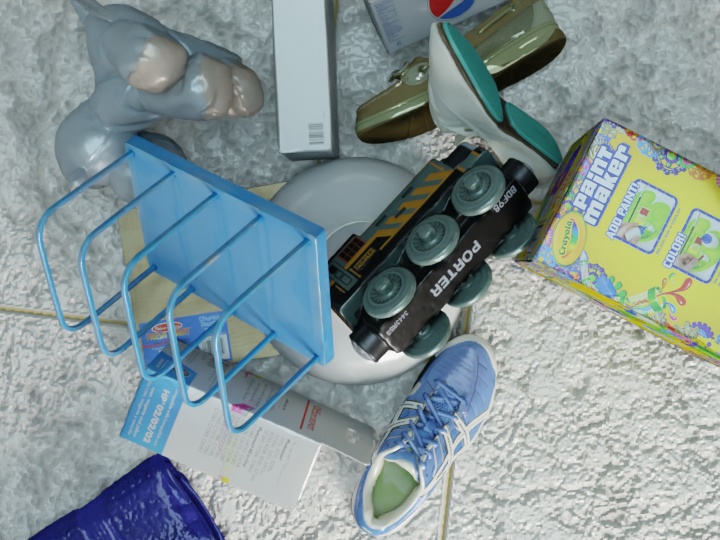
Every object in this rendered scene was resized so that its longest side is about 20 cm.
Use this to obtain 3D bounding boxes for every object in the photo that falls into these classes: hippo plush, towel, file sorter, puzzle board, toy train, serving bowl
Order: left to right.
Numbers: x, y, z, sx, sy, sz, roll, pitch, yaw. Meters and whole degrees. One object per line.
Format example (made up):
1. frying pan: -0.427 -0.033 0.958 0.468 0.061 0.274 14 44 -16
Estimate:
1. towel: -0.214 0.274 1.123 0.199 0.050 0.148 -33 81 3
2. hippo plush: -0.196 -0.131 1.061 0.199 0.159 0.162 24 103 -15
3. file sorter: -0.136 0.014 0.981 0.199 0.140 0.123 26 51 27
4. puzzle board: -0.110 0.005 1.129 0.198 0.017 0.152 -10 91 4
5. serving bowl: 0.000 0.000 1.084 0.198 0.066 0.202 0 89 -6
6. toy train: 0.051 -0.019 1.000 0.200 0.114 0.085 -48 130 -5

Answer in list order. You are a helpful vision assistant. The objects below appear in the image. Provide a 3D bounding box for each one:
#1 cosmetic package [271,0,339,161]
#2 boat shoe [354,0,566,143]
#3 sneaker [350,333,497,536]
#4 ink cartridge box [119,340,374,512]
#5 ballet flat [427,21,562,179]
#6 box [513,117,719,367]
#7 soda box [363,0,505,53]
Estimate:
1. cosmetic package: -0.049 -0.199 1.092 0.050 0.083 0.202 -3 90 6
2. boat shoe: 0.079 -0.176 1.093 0.199 0.073 0.064 -28 77 2
3. sneaker: 0.059 0.148 1.089 0.075 0.077 0.201 29 90 4
4. ink cartridge box: -0.092 0.137 1.072 0.199 0.115 0.068 24 99 -1
5. ballet flat: 0.098 -0.126 1.046 0.069 0.200 0.070 -20 52 29
6. box: 0.240 -0.016 1.016 0.191 0.200 0.123 27 92 2
7. soda box: 0.096 -0.268 1.080 0.199 0.064 0.068 -24 51 3
